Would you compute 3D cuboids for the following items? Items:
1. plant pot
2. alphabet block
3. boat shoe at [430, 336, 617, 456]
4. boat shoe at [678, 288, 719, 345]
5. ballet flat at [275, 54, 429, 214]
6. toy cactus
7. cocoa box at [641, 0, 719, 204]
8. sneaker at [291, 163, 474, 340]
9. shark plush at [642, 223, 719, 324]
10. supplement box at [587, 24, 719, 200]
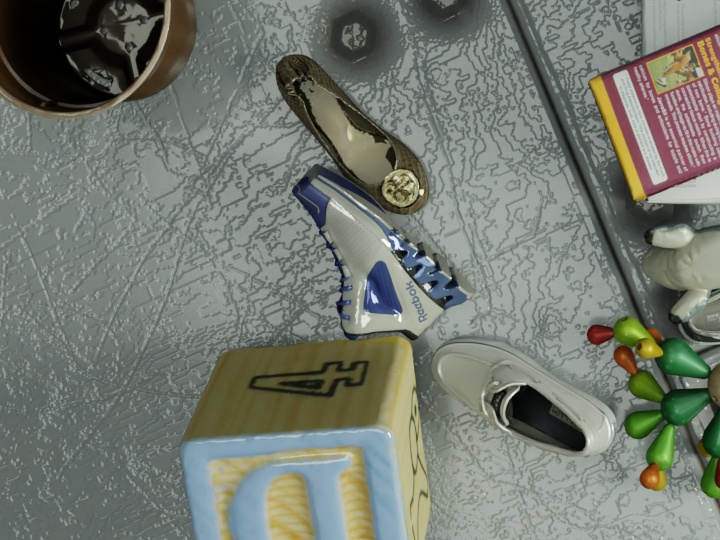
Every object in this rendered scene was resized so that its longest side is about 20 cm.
[{"bbox_3d":[-0.251,-0.241,1.603,0.197,0.198,0.203,0,93,8],"label":"plant pot"},{"bbox_3d":[-0.044,0.192,1.566,0.194,0.200,0.198,-3,109,8],"label":"alphabet block"},{"bbox_3d":[0.145,0.118,1.598,0.198,0.065,0.075,20,105,29],"label":"boat shoe"},{"bbox_3d":[0.396,0.035,1.577,0.198,0.071,0.073,-16,90,8],"label":"boat shoe"},{"bbox_3d":[-0.011,-0.132,1.646,0.067,0.046,0.200,-42,86,9],"label":"ballet flat"},{"bbox_3d":[0.308,0.119,1.568,0.164,0.102,0.202,-26,91,32],"label":"toy cactus"},{"bbox_3d":[0.324,-0.162,1.548,0.132,0.131,0.203,-1,92,11],"label":"cocoa box"},{"bbox_3d":[0.001,0.000,1.624,0.199,0.081,0.115,40,99,-8],"label":"sneaker"},{"bbox_3d":[0.344,-0.032,1.547,0.199,0.083,0.092,-29,91,29],"label":"shark plush"},{"bbox_3d":[0.306,-0.147,1.441,0.198,0.086,0.112,-22,88,11],"label":"supplement box"}]
